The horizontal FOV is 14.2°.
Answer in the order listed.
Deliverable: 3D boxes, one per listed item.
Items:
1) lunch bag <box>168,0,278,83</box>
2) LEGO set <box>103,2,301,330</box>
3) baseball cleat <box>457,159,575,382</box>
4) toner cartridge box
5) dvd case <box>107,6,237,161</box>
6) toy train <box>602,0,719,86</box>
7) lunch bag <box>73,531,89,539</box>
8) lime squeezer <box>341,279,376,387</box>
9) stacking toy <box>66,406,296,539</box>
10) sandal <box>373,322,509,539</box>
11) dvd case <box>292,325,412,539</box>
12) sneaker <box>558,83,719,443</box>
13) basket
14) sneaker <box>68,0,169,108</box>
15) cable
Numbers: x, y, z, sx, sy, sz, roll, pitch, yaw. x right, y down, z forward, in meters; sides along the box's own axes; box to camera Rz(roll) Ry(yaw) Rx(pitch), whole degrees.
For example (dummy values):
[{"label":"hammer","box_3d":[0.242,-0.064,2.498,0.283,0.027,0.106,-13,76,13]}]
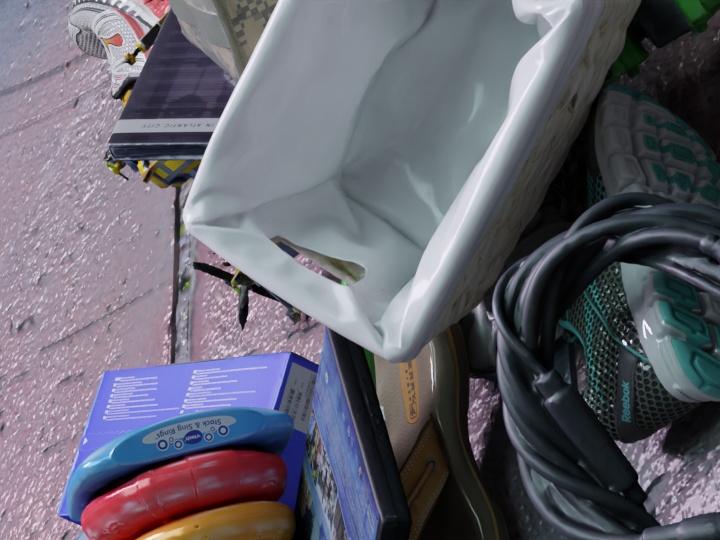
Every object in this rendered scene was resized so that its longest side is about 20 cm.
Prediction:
[{"label":"lunch bag","box_3d":[-0.064,-0.206,1.469,0.118,0.200,0.164,-25,23,-10]},{"label":"LEGO set","box_3d":[-0.082,-0.073,1.662,0.116,0.154,0.200,-36,36,37]},{"label":"baseball cleat","box_3d":[0.092,-0.039,1.465,0.106,0.070,0.200,10,85,52]},{"label":"toner cartridge box","box_3d":[-0.093,0.102,1.641,0.200,0.043,0.095,-7,59,54]},{"label":"dvd case","box_3d":[-0.039,-0.129,1.570,0.149,0.016,0.200,1,44,19]},{"label":"toy train","box_3d":[0.161,-0.135,1.398,0.200,0.042,0.056,-32,4,22]},{"label":"lunch bag","box_3d":[-0.141,0.256,1.511,0.170,0.127,0.200,-46,24,26]},{"label":"lime squeezer","box_3d":[0.000,0.000,1.503,0.038,0.071,0.200,-10,83,9]},{"label":"stacking toy","box_3d":[-0.069,0.176,1.441,0.110,0.116,0.200,117,138,-69]},{"label":"sandal","box_3d":[0.025,0.104,1.418,0.080,0.054,0.200,-31,62,51]},{"label":"dvd case","box_3d":[-0.010,0.145,1.406,0.143,0.018,0.200,-107,22,-49]},{"label":"sneaker","box_3d":[0.125,-0.003,1.370,0.091,0.078,0.200,-44,33,35]},{"label":"basket","box_3d":[0.030,-0.078,1.363,0.136,0.123,0.200,33,110,16]},{"label":"sneaker","box_3d":[-0.142,-0.138,1.871,0.200,0.078,0.082,23,87,60]},{"label":"cable","box_3d":[0.139,0.058,1.258,0.200,0.051,0.163,32,111,26]}]
